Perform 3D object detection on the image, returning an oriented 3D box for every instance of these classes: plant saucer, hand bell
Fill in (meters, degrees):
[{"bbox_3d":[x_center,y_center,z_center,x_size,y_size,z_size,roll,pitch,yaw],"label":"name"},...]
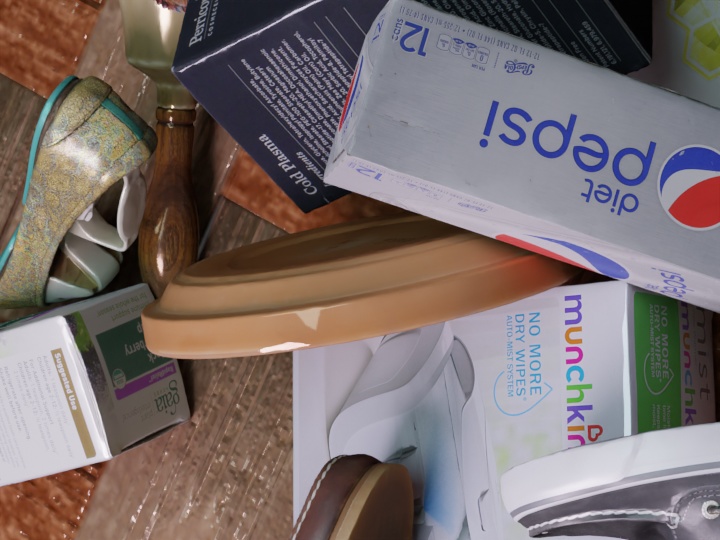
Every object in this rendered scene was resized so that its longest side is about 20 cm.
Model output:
[{"bbox_3d":[0.000,0.000,0.862,0.199,0.200,0.033,-6,99,32],"label":"plant saucer"},{"bbox_3d":[-0.098,-0.074,1.015,0.104,0.104,0.201,9,100,33],"label":"hand bell"}]

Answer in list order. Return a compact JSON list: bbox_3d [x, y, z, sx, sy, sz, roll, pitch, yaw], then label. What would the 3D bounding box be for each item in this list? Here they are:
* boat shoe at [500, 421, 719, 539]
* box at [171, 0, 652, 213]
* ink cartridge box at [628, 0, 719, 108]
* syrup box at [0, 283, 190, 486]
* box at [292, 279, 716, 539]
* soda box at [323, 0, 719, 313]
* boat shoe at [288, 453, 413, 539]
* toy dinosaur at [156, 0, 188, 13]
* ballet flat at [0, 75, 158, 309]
[{"bbox_3d":[0.153,0.093,0.737,0.199,0.070,0.067,-7,76,11],"label":"boat shoe"},{"bbox_3d":[0.028,-0.155,0.871,0.181,0.104,0.201,-23,39,28],"label":"box"},{"bbox_3d":[0.184,-0.083,0.848,0.146,0.048,0.200,-45,60,19],"label":"ink cartridge box"},{"bbox_3d":[-0.198,0.072,1.038,0.199,0.079,0.082,-17,94,30],"label":"syrup box"},{"bbox_3d":[0.067,0.114,0.868,0.176,0.097,0.201,-5,80,34],"label":"box"},{"bbox_3d":[0.090,-0.039,0.768,0.199,0.063,0.069,18,81,-7],"label":"soda box"},{"bbox_3d":[-0.033,0.171,0.826,0.070,0.070,0.201,17,93,30],"label":"boat shoe"},{"bbox_3d":[-0.091,-0.216,0.981,0.105,0.181,0.201,-31,85,44],"label":"toy dinosaur"},{"bbox_3d":[-0.149,-0.024,1.010,0.071,0.070,0.200,64,150,22],"label":"ballet flat"}]
